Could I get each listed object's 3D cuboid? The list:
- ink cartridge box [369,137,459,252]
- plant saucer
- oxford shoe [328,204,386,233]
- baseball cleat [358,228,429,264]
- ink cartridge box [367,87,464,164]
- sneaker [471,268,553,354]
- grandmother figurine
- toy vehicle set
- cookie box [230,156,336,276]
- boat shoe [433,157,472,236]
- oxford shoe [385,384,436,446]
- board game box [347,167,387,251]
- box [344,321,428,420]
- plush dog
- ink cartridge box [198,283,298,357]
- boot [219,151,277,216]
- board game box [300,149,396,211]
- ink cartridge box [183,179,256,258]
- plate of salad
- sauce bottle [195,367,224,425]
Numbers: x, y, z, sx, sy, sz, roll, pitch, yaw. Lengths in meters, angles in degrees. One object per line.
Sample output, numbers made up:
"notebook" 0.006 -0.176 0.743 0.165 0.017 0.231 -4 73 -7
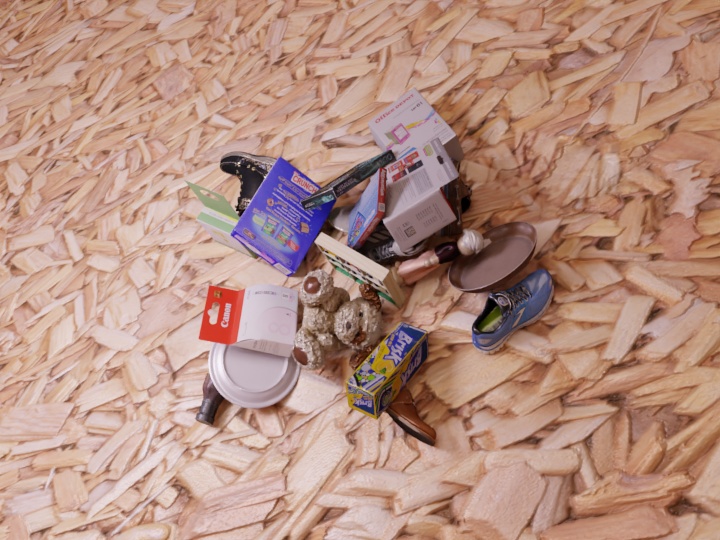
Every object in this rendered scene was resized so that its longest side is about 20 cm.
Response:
"ink cartridge box" 0.123 -0.161 1.451 0.173 0.084 0.202 -30 32 12
"plant saucer" 0.264 -0.020 1.397 0.197 0.032 0.202 -30 24 15
"oxford shoe" 0.010 -0.120 1.597 0.195 0.058 0.077 12 69 30
"baseball cleat" 0.061 -0.053 1.500 0.197 0.071 0.107 -29 16 18
"ink cartridge box" 0.125 -0.304 1.635 0.143 0.085 0.202 -35 53 1
"sneaker" 0.288 0.071 1.343 0.200 0.089 0.079 -43 55 -5
"grandmother figurine" 0.163 -0.029 1.453 0.196 0.061 0.122 -23 19 24
"toy vehicle set" 0.000 0.000 1.490 0.198 0.125 0.027 30 75 34
"cookie box" -0.173 -0.121 1.608 0.203 0.169 0.075 -59 15 -16
"boat shoe" 0.204 -0.154 1.529 0.070 0.073 0.205 9 60 7
"oxford shoe" 0.079 0.255 1.344 0.071 0.072 0.199 -44 53 -13
"board game box" 0.011 -0.116 1.466 0.019 0.200 0.106 12 64 -15
"box" 0.055 0.185 1.343 0.069 0.066 0.200 17 40 30
"plush dog" -0.036 0.107 1.458 0.167 0.160 0.206 10 93 13
"ink cartridge box" -0.231 0.092 1.498 0.195 0.058 0.165 16 40 -15
"boot" -0.293 -0.212 1.775 0.198 0.074 0.157 9 68 27
"board game box" -0.027 -0.200 1.570 0.199 0.029 0.134 -38 14 -33
"ink cartridge box" -0.329 -0.117 1.655 0.143 0.201 0.049 23 71 33
"plate of salad" -0.223 0.194 1.503 0.194 0.048 0.206 4 64 -8
"sauce bottle" -0.302 0.231 1.530 0.064 0.066 0.205 5 67 26
